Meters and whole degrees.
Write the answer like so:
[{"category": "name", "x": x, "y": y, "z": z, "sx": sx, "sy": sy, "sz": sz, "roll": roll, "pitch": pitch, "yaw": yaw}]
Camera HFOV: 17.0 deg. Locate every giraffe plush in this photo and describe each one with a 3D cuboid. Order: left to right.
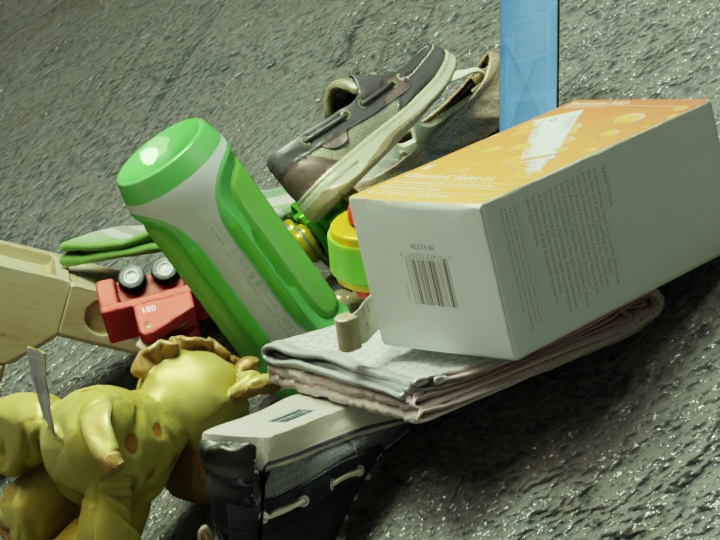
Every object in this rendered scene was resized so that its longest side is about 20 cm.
[{"category": "giraffe plush", "x": -0.143, "y": 0.112, "z": 1.600, "sx": 0.162, "sy": 0.201, "sz": 0.172, "roll": -22, "pitch": 44, "yaw": -35}]

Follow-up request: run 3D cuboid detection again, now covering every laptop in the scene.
[{"category": "laptop", "x": 0.071, "y": -0.109, "z": 1.712, "sx": 0.200, "sy": 0.116, "sz": 0.187, "roll": -35, "pitch": 6, "yaw": -6}]

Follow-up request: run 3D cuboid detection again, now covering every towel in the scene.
[{"category": "towel", "x": -0.121, "y": -0.040, "z": 1.889, "sx": 0.149, "sy": 0.031, "sz": 0.200, "roll": -9, "pitch": 4, "yaw": 38}, {"category": "towel", "x": 0.060, "y": 0.039, "z": 1.516, "sx": 0.191, "sy": 0.032, "sz": 0.200, "roll": -21, "pitch": 15, "yaw": -27}]

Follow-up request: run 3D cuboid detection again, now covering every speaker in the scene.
[{"category": "speaker", "x": -0.082, "y": -0.005, "z": 1.665, "sx": 0.088, "sy": 0.200, "sz": 0.089, "roll": -30, "pitch": 22, "yaw": 14}]

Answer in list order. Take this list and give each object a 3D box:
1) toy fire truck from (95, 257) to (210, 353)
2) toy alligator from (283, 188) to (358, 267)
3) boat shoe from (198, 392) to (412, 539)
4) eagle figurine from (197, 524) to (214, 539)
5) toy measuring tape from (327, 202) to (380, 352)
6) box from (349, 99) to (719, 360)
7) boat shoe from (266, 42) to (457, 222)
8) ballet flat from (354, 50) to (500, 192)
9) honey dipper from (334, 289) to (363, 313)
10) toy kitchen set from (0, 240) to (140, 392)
[{"category": "toy fire truck", "x": -0.135, "y": 0.061, "z": 1.768, "sx": 0.199, "sy": 0.049, "sz": 0.141, "roll": -14, "pitch": 58, "yaw": -4}, {"category": "toy alligator", "x": -0.013, "y": -0.022, "z": 1.765, "sx": 0.059, "sy": 0.054, "sz": 0.200, "roll": -35, "pitch": 13, "yaw": -9}, {"category": "boat shoe", "x": -0.026, "y": 0.129, "z": 1.494, "sx": 0.074, "sy": 0.093, "sz": 0.200, "roll": 2, "pitch": 10, "yaw": 38}, {"category": "eagle figurine", "x": -0.146, "y": 0.253, "z": 1.325, "sx": 0.199, "sy": 0.152, "sz": 0.151, "roll": -22, "pitch": -17, "yaw": -9}, {"category": "toy measuring tape", "x": 0.000, "y": 0.000, "z": 1.534, "sx": 0.073, "sy": 0.074, "sz": 0.200, "roll": -23, "pitch": 14, "yaw": 29}, {"category": "box", "x": 0.113, "y": -0.029, "z": 1.463, "sx": 0.200, "sy": 0.098, "sz": 0.124, "roll": -24, "pitch": 18, "yaw": -36}, {"category": "boat shoe", "x": 0.002, "y": -0.115, "z": 1.763, "sx": 0.200, "sy": 0.065, "sz": 0.072, "roll": -49, "pitch": 6, "yaw": -38}, {"category": "ballet flat", "x": 0.041, "y": -0.101, "z": 1.860, "sx": 0.200, "sy": 0.067, "sz": 0.068, "roll": -37, "pitch": 20, "yaw": -3}, {"category": "honey dipper", "x": 0.053, "y": -0.005, "z": 1.692, "sx": 0.200, "sy": 0.038, "sz": 0.038, "roll": -23, "pitch": 25, "yaw": 33}, {"category": "toy kitchen set", "x": -0.239, "y": 0.105, "z": 1.846, "sx": 0.163, "sy": 0.180, "sz": 0.201, "roll": -120, "pitch": 45, "yaw": -71}]
